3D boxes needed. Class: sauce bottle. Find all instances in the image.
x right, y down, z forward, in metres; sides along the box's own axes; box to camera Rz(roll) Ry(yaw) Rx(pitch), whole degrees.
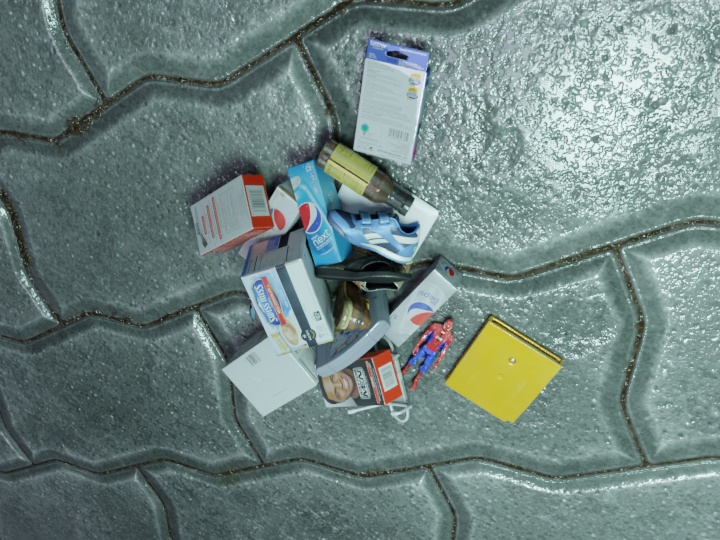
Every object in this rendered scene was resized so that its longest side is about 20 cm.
[{"bbox_3d":[0.011,-0.172,1.147,0.198,0.065,0.065,34,124,-1],"label":"sauce bottle"}]

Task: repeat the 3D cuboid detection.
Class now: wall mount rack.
[{"bbox_3d":[0.031,0.252,1.352,0.172,0.073,0.206,-12,94,51],"label":"wall mount rack"}]

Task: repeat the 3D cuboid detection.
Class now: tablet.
[{"bbox_3d":[0.046,-0.119,1.208,0.197,0.014,0.132,33,123,4],"label":"tablet"}]

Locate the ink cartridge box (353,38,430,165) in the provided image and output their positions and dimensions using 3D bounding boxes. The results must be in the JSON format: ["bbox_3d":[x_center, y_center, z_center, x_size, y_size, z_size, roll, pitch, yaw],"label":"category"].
[{"bbox_3d":[0.057,-0.304,1.091,0.116,0.042,0.204,17,124,13],"label":"ink cartridge box"}]

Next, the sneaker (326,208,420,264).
[{"bbox_3d":[0.028,-0.084,1.164,0.196,0.074,0.083,20,115,-20],"label":"sneaker"}]

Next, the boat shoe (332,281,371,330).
[{"bbox_3d":[-0.017,0.077,1.235,0.066,0.200,0.074,18,103,-9],"label":"boat shoe"}]

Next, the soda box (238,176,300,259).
[{"bbox_3d":[-0.181,-0.096,1.281,0.068,0.064,0.201,37,123,-1],"label":"soda box"}]

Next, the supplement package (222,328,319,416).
[{"bbox_3d":[-0.195,0.218,1.422,0.198,0.111,0.157,-34,101,31],"label":"supplement package"}]

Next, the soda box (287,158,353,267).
[{"bbox_3d":[-0.078,-0.116,1.203,0.063,0.068,0.205,-12,99,26],"label":"soda box"}]

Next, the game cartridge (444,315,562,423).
[{"bbox_3d":[0.297,0.214,1.274,0.174,0.033,0.202,31,126,4],"label":"game cartridge"}]

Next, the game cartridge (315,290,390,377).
[{"bbox_3d":[-0.020,0.134,1.277,0.199,0.134,0.041,-39,115,21],"label":"game cartridge"}]

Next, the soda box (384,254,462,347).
[{"bbox_3d":[0.121,0.065,1.242,0.063,0.068,0.200,40,123,-3],"label":"soda box"}]

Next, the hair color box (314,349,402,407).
[{"bbox_3d":[-0.008,0.234,1.295,0.198,0.060,0.104,-17,90,48],"label":"hair color box"}]

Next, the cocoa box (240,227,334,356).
[{"bbox_3d":[-0.144,0.045,1.238,0.128,0.134,0.204,-16,119,7],"label":"cocoa box"}]

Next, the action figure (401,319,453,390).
[{"bbox_3d":[0.146,0.178,1.305,0.065,0.052,0.202,34,122,7],"label":"action figure"}]

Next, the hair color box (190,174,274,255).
[{"bbox_3d":[-0.271,-0.113,1.263,0.197,0.063,0.114,-19,83,41],"label":"hair color box"}]

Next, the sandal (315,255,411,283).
[{"bbox_3d":[0.003,-0.004,1.175,0.195,0.075,0.049,3,84,18],"label":"sandal"}]

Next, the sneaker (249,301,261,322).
[{"bbox_3d":[-0.182,0.052,1.350,0.094,0.080,0.202,31,123,1],"label":"sneaker"}]

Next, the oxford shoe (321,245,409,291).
[{"bbox_3d":[0.000,0.000,1.245,0.195,0.075,0.072,3,135,22],"label":"oxford shoe"}]
